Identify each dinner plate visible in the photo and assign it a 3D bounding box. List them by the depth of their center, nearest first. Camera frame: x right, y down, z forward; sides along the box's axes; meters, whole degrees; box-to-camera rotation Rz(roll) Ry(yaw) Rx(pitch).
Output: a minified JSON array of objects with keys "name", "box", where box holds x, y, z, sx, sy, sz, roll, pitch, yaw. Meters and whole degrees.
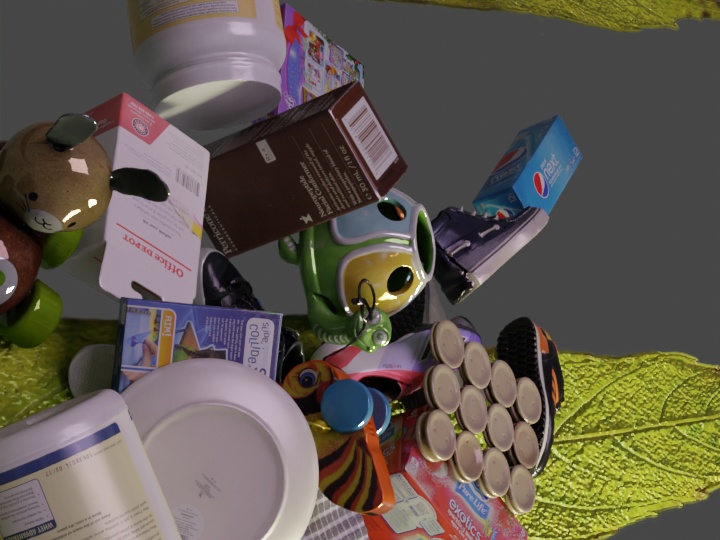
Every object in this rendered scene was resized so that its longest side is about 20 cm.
[{"name":"dinner plate","box":[-0.127,0.173,1.406,0.199,0.024,0.201,-1,93,-18]}]

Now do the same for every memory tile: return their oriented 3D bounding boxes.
[{"name":"memory tile","box":[0.123,0.151,1.743,0.200,0.017,0.154,37,49,-43]}]

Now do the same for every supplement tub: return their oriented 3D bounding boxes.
[{"name":"supplement tub","box":[-0.213,0.207,1.307,0.145,0.145,0.201,-26,95,-56]},{"name":"supplement tub","box":[-0.149,-0.249,1.632,0.145,0.145,0.201,11,65,-52]}]

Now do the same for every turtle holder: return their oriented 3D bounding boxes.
[{"name":"turtle holder","box":[-0.002,-0.011,1.693,0.186,0.131,0.142,-54,134,-67]}]

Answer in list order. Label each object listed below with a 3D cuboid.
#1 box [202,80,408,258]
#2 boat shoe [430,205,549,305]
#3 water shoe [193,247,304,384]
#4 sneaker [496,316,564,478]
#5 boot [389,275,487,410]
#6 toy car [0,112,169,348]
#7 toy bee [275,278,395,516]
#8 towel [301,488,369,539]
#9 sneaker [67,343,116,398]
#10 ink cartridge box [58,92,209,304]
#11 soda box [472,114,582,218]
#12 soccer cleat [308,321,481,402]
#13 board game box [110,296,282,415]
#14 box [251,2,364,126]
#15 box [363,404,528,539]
[{"name":"box","box":[-0.068,-0.093,1.618,0.100,0.199,0.075,59,37,-15]},{"name":"boat shoe","box":[0.138,-0.046,1.977,0.093,0.075,0.200,49,42,2]},{"name":"water shoe","box":[-0.090,0.063,1.614,0.071,0.079,0.201,-36,103,-56]},{"name":"sneaker","box":[0.210,0.156,2.001,0.090,0.070,0.201,30,49,-40]},{"name":"boot","box":[0.079,0.059,1.881,0.131,0.070,0.201,-8,91,-59]},{"name":"toy car","box":[-0.249,-0.054,1.340,0.164,0.199,0.158,40,44,-37]},{"name":"toy bee","box":[-0.028,0.125,1.544,0.131,0.108,0.201,56,29,-50]},{"name":"towel","box":[-0.060,0.250,1.557,0.200,0.085,0.166,-14,86,-56]},{"name":"sneaker","box":[-0.165,0.107,1.506,0.199,0.074,0.116,27,12,-17]},{"name":"ink cartridge box","box":[-0.202,-0.040,1.520,0.116,0.067,0.201,35,45,-40]},{"name":"soda box","box":[0.210,-0.114,2.145,0.068,0.064,0.200,58,35,-17]},{"name":"soccer cleat","box":[0.045,0.101,1.739,0.199,0.068,0.073,-5,44,-32]},{"name":"board game box","box":[-0.142,0.128,1.429,0.135,0.034,0.201,7,89,-19]},{"name":"box","box":[-0.055,-0.164,1.817,0.137,0.039,0.201,34,48,-42]},{"name":"box","box":[0.072,0.244,1.734,0.200,0.099,0.096,52,38,-24]}]
